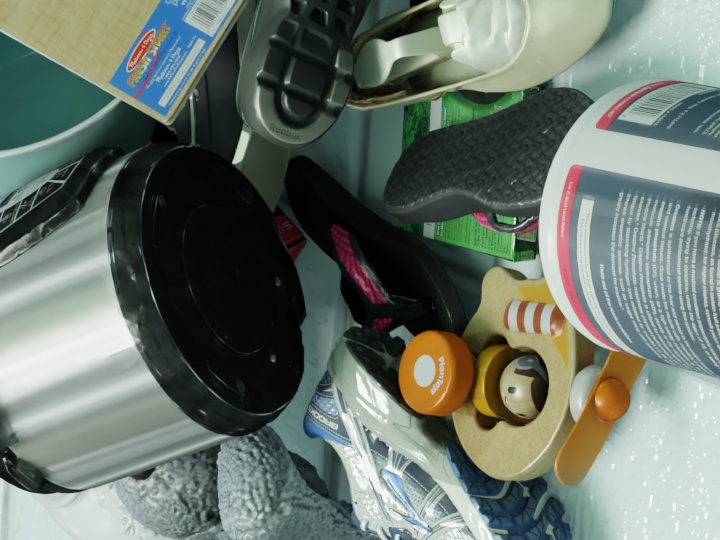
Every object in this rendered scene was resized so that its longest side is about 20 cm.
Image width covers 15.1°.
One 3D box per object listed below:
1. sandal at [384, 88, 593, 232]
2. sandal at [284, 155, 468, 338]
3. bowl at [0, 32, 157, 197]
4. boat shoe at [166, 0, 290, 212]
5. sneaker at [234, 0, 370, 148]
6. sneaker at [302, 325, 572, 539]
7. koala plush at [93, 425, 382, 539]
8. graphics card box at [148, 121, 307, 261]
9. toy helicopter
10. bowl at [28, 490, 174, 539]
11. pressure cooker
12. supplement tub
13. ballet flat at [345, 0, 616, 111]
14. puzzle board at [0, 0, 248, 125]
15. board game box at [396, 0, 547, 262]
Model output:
[{"bbox_3d":[0.082,-0.052,1.470,0.075,0.045,0.200,-60,23,-17],"label":"sandal"},{"bbox_3d":[0.000,0.000,1.610,0.200,0.045,0.075,40,148,44],"label":"sandal"},{"bbox_3d":[-0.198,-0.114,1.626,0.201,0.200,0.105,47,163,35],"label":"bowl"},{"bbox_3d":[-0.081,-0.096,1.604,0.062,0.073,0.201,17,121,20],"label":"boat shoe"},{"bbox_3d":[-0.023,-0.167,1.512,0.201,0.075,0.079,-66,20,-3],"label":"sneaker"},{"bbox_3d":[0.042,0.128,1.547,0.200,0.077,0.085,50,122,19],"label":"sneaker"},{"bbox_3d":[-0.089,0.142,1.654,0.178,0.183,0.200,-53,53,16],"label":"koala plush"},{"bbox_3d":[-0.132,-0.046,1.734,0.200,0.051,0.126,49,138,16],"label":"graphics card box"},{"bbox_3d":[0.114,0.027,1.472,0.132,0.079,0.201,47,117,44],"label":"toy helicopter"},{"bbox_3d":[-0.176,0.106,1.823,0.200,0.090,0.203,11,105,50],"label":"bowl"},{"bbox_3d":[-0.153,0.036,1.545,0.199,0.176,0.180,-21,61,29],"label":"pressure cooker"},{"bbox_3d":[0.197,-0.013,1.308,0.199,0.140,0.141,16,108,49],"label":"supplement tub"},{"bbox_3d":[0.054,-0.126,1.490,0.199,0.069,0.070,-18,82,50],"label":"ballet flat"},{"bbox_3d":[-0.110,-0.197,1.554,0.150,0.017,0.201,30,86,28],"label":"puzzle board"},{"bbox_3d":[0.065,-0.113,1.546,0.104,0.023,0.201,16,107,46],"label":"board game box"}]
